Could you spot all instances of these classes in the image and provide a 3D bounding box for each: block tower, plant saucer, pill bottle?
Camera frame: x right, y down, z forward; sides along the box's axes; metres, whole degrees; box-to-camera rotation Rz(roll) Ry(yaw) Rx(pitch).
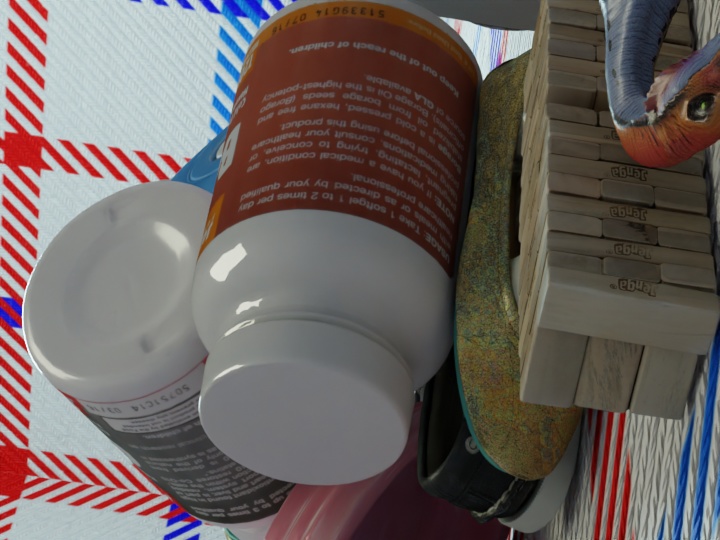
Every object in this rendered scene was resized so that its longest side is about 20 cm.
[{"bbox_3d":[0.084,-0.032,0.692,0.200,0.054,0.058,-82,0,-53],"label":"block tower"},{"bbox_3d":[0.005,0.149,1.011,0.200,0.051,0.201,-40,-37,-39],"label":"plant saucer"},{"bbox_3d":[-0.068,0.056,0.996,0.200,0.114,0.114,54,-144,-50],"label":"pill bottle"},{"bbox_3d":[-0.010,-0.015,0.868,0.112,0.112,0.200,99,180,-50],"label":"pill bottle"}]

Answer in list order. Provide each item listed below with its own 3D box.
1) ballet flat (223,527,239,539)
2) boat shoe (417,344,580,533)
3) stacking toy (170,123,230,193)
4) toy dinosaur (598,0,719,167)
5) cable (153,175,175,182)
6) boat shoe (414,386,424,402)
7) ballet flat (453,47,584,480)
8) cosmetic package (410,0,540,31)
[{"bbox_3d":[0.002,0.177,1.176,0.200,0.069,0.070,30,120,41],"label":"ballet flat"},{"bbox_3d":[0.061,0.016,0.907,0.076,0.060,0.200,-47,31,45],"label":"boat shoe"},{"bbox_3d":[0.000,0.000,1.077,0.110,0.200,0.116,-39,18,15],"label":"stacking toy"},{"bbox_3d":[0.106,-0.121,0.654,0.200,0.105,0.182,1,-97,-54],"label":"toy dinosaur"},{"bbox_3d":[-0.065,0.028,1.209,0.069,0.200,0.200,-39,-8,-34],"label":"cable"},{"bbox_3d":[0.041,0.146,1.214,0.074,0.068,0.200,-85,3,-73],"label":"boat shoe"},{"bbox_3d":[0.078,-0.014,0.842,0.071,0.070,0.200,100,176,-57],"label":"ballet flat"},{"bbox_3d":[0.079,-0.183,0.927,0.200,0.101,0.074,106,173,-72],"label":"cosmetic package"}]
